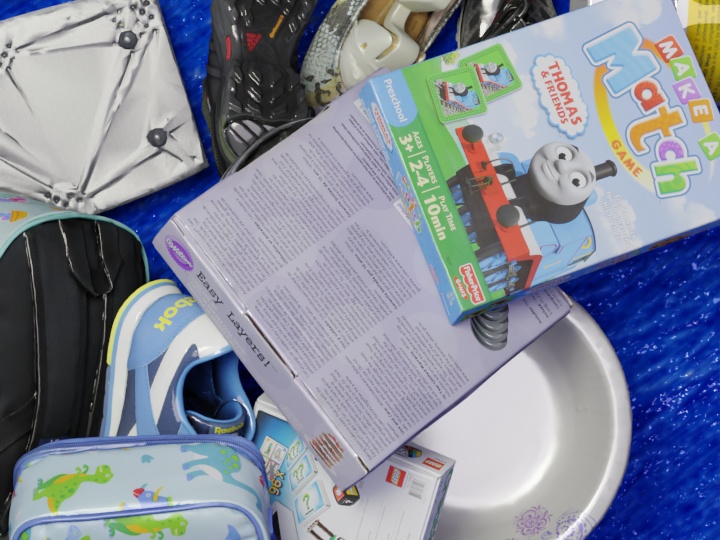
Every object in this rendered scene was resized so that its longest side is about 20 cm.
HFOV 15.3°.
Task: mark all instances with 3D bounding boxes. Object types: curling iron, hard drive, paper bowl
[{"bbox_3d":[0.123,-0.199,1.707,0.026,0.049,0.201,46,55,-24],"label":"curling iron"},{"bbox_3d":[-0.209,-0.094,1.720,0.199,0.042,0.136,-18,93,-2],"label":"hard drive"},{"bbox_3d":[0.069,0.095,1.713,0.199,0.104,0.202,0,91,-4],"label":"paper bowl"}]

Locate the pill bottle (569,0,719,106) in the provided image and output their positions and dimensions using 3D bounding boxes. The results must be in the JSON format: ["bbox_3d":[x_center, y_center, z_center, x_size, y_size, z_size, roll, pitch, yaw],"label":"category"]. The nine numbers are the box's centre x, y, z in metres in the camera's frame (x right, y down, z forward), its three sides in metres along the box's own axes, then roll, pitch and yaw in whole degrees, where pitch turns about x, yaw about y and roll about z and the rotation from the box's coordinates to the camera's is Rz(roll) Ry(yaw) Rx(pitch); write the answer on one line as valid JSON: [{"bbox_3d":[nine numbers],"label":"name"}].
[{"bbox_3d":[0.237,-0.161,1.712,0.198,0.112,0.113,3,92,-4],"label":"pill bottle"}]

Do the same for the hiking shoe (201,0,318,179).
[{"bbox_3d":[-0.074,-0.141,1.708,0.075,0.101,0.201,14,62,-17],"label":"hiking shoe"}]

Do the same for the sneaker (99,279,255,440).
[{"bbox_3d":[-0.112,0.110,1.626,0.082,0.074,0.202,18,114,32],"label":"sneaker"}]

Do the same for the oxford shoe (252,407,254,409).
[{"bbox_3d":[-0.061,0.129,1.724,0.200,0.071,0.073,41,83,-4],"label":"oxford shoe"}]

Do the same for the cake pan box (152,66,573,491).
[{"bbox_3d":[0.000,0.000,1.598,0.184,0.052,0.200,-38,89,-31],"label":"cake pan box"}]

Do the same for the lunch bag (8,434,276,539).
[{"bbox_3d":[-0.122,0.189,1.589,0.159,0.083,0.201,-5,129,-1],"label":"lunch bag"}]

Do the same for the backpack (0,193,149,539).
[{"bbox_3d":[-0.220,0.051,1.646,0.153,0.175,0.202,21,103,36],"label":"backpack"}]

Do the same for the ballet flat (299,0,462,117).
[{"bbox_3d":[0.027,-0.166,1.706,0.072,0.072,0.201,34,96,-4],"label":"ballet flat"}]

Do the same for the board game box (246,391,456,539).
[{"bbox_3d":[-0.027,0.185,1.658,0.125,0.035,0.201,22,113,15],"label":"board game box"}]

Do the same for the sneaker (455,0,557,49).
[{"bbox_3d":[0.101,-0.102,1.716,0.073,0.087,0.202,-1,90,-3],"label":"sneaker"}]

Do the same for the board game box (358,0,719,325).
[{"bbox_3d":[0.119,-0.072,1.605,0.199,0.037,0.152,-19,80,-16],"label":"board game box"}]
